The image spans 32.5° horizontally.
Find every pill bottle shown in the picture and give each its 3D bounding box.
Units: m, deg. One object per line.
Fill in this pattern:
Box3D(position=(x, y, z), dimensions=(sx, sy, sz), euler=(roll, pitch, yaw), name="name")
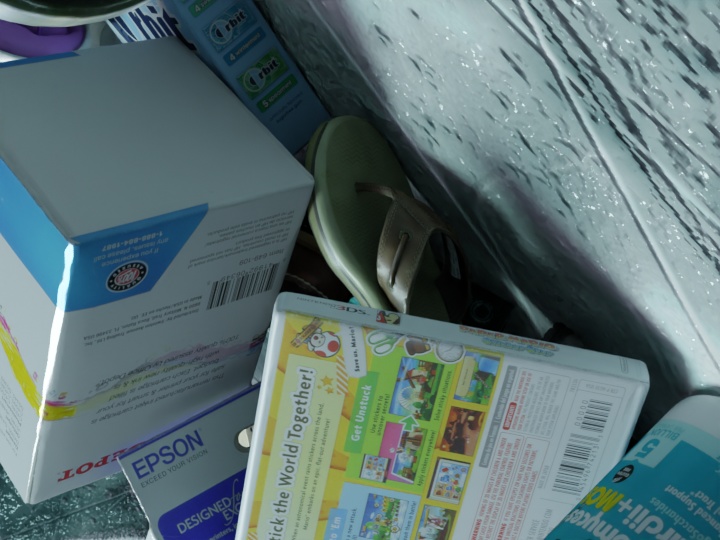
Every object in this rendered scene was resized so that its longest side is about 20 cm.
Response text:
Box3D(position=(0.127, 0.160, 0.564), dimensions=(0.111, 0.200, 0.111), euler=(44, 167, 13), name="pill bottle")

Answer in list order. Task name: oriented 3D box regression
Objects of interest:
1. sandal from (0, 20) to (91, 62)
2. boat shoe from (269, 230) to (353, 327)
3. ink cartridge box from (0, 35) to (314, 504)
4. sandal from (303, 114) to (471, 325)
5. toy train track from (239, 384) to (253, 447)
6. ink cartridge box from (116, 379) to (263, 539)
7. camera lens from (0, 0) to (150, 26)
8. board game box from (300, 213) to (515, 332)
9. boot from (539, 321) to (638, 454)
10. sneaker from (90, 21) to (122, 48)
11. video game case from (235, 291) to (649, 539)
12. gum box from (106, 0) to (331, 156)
Box3D(position=(-0.216, -0.191, 0.826), dimensions=(0.203, 0.082, 0.050), euler=(-98, 19, -56), name="sandal")
Box3D(position=(-0.076, 0.010, 0.796), dimensions=(0.070, 0.070, 0.200), euler=(49, 157, -27), name="boat shoe")
Box3D(position=(-0.145, -0.002, 0.698), dimensions=(0.146, 0.147, 0.200), euler=(47, 136, 29), name="ink cartridge box")
Box3D(position=(0.033, 0.005, 0.667), dimensions=(0.057, 0.080, 0.201), euler=(-30, 80, 40), name="sandal")
Box3D(position=(-0.097, 0.065, 0.879), dimensions=(0.200, 0.033, 0.115), euler=(-114, 14, -60), name="toy train track")
Box3D(position=(-0.025, 0.160, 0.747), dimensions=(0.200, 0.198, 0.043), euler=(62, 147, 4), name="ink cartridge box")
Box3D(position=(-0.147, -0.197, 0.494), dimensions=(0.200, 0.160, 0.160), euler=(36, 163, 43), name="camera lens")
Box3D(position=(0.000, 0.000, 0.799), dimensions=(0.200, 0.028, 0.135), euler=(31, 165, 9), name="board game box")
Box3D(position=(0.150, 0.109, 0.683), dimensions=(0.132, 0.070, 0.200), euler=(33, 168, 27), name="boot")
Box3D(position=(-0.190, -0.134, 0.897), dimensions=(0.089, 0.075, 0.200), euler=(75, 177, -50), name="sneaker")
Box3D(position=(0.032, 0.114, 0.636), dimensions=(0.023, 0.182, 0.200), euler=(-81, 2, -59), name="video game case")
Box3D(position=(-0.120, -0.167, 0.761), dimensions=(0.200, 0.045, 0.170), euler=(54, 166, -29), name="gum box")
